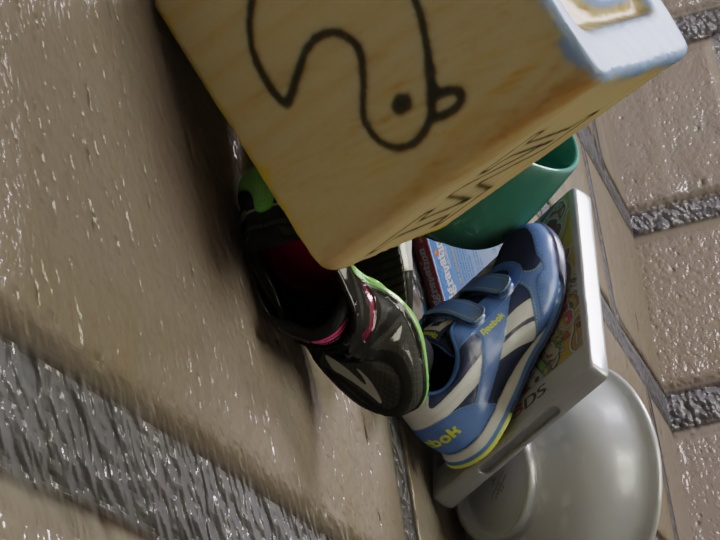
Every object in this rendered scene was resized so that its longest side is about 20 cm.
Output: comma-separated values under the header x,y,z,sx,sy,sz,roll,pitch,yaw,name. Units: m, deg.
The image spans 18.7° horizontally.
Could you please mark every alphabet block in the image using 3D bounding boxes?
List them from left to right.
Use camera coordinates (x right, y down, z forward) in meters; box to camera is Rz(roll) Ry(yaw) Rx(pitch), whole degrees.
x,y,z,sx,sy,sz,roll,pitch,yaw,name
0.039,-0.142,1.258,0.196,0.200,0.196,57,25,7,alphabet block

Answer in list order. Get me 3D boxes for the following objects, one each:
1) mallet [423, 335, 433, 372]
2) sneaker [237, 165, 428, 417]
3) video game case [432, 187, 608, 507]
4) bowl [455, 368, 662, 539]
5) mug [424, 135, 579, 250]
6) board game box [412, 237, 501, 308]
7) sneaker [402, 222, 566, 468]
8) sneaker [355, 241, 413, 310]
x,y,z,sx,sy,sz,roll,pitch,yaw,name
0.000,0.000,1.516,0.066,0.041,0.201,-69,139,-65,mallet
-0.023,0.025,1.315,0.200,0.076,0.084,55,28,-34,sneaker
0.117,0.057,1.673,0.023,0.182,0.201,30,36,-24,video game case
0.135,0.167,1.687,0.090,0.201,0.202,9,61,-35,bowl
0.065,-0.094,1.675,0.184,0.115,0.152,14,38,-41,mug
0.072,-0.060,1.819,0.103,0.019,0.201,-30,108,-50,board game box
0.089,0.043,1.616,0.082,0.074,0.201,34,66,-22,sneaker
0.014,-0.043,1.465,0.088,0.074,0.201,-3,81,-52,sneaker
